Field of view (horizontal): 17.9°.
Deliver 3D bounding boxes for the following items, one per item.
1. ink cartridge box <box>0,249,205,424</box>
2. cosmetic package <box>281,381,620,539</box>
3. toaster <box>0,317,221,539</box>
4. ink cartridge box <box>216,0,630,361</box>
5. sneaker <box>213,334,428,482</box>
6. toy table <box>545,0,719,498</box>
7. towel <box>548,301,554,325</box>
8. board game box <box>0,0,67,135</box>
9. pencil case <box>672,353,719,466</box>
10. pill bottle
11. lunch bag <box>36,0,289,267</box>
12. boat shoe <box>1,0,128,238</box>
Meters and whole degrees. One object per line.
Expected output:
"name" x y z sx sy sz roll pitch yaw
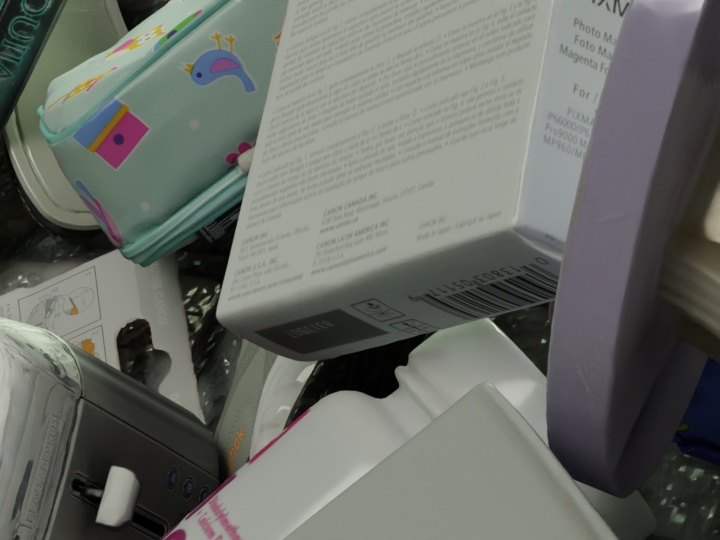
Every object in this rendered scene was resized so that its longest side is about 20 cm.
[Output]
"ink cartridge box" -0.150 0.083 0.931 0.199 0.050 0.161 -22 43 6
"cosmetic package" 0.026 0.179 0.612 0.200 0.168 0.166 -38 40 0
"toaster" -0.155 0.074 0.808 0.199 0.129 0.114 8 72 22
"ink cartridge box" 0.031 -0.080 0.745 0.162 0.057 0.201 -17 52 53
"sneaker" 0.000 0.000 0.846 0.079 0.074 0.201 20 82 55
"toy table" 0.128 -0.007 0.615 0.117 0.201 0.184 21 50 19
"towel" 0.086 -0.090 0.822 0.030 0.147 0.201 5 38 0
"board game box" -0.200 -0.075 1.045 0.201 0.028 0.135 -61 34 16
"pencil case" 0.132 -0.022 0.786 0.087 0.078 0.201 -47 29 43
"pill bottle" -0.009 0.112 0.740 0.200 0.113 0.113 -41 41 -3
"lunch bag" -0.047 -0.081 0.918 0.160 0.077 0.200 -35 12 0
"boat shoe" -0.145 -0.091 1.065 0.060 0.073 0.201 -57 41 47
